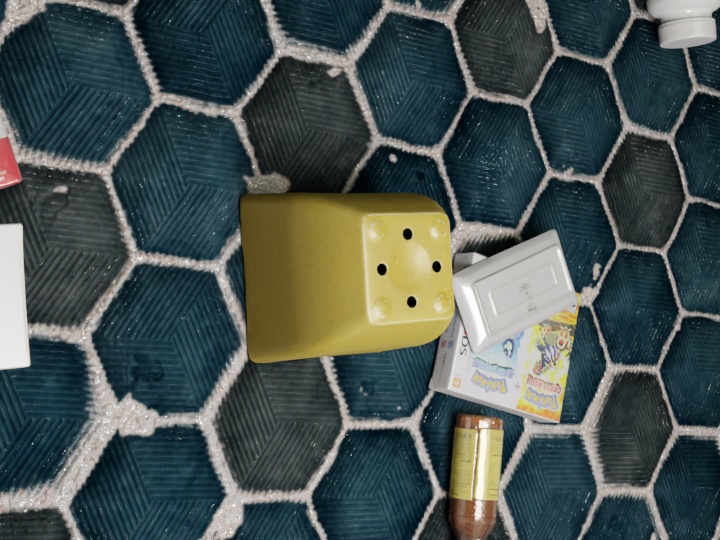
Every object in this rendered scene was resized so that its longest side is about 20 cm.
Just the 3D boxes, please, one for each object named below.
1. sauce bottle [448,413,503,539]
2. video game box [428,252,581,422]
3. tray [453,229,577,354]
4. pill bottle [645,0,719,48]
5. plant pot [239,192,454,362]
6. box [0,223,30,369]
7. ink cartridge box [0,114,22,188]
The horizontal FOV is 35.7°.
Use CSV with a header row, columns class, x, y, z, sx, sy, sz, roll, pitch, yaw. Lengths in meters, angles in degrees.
class,x,y,z,sx,sy,sz,roll,pitch,yaw
sauce bottle,0.142,0.282,1.414,0.066,0.066,0.201,11,83,-33
video game box,0.194,0.091,1.469,0.200,0.047,0.183,19,79,-31
tray,0.206,0.025,1.443,0.200,0.022,0.108,-23,99,-34
pill bottle,0.475,-0.435,1.647,0.111,0.111,0.201,-4,90,-34
plant pot,0.000,0.000,1.252,0.194,0.200,0.196,-3,88,-34
box,-0.375,0.028,0.999,0.097,0.200,0.125,-3,90,-34
ink cartridge box,-0.425,-0.156,1.045,0.144,0.084,0.200,-21,100,-32
